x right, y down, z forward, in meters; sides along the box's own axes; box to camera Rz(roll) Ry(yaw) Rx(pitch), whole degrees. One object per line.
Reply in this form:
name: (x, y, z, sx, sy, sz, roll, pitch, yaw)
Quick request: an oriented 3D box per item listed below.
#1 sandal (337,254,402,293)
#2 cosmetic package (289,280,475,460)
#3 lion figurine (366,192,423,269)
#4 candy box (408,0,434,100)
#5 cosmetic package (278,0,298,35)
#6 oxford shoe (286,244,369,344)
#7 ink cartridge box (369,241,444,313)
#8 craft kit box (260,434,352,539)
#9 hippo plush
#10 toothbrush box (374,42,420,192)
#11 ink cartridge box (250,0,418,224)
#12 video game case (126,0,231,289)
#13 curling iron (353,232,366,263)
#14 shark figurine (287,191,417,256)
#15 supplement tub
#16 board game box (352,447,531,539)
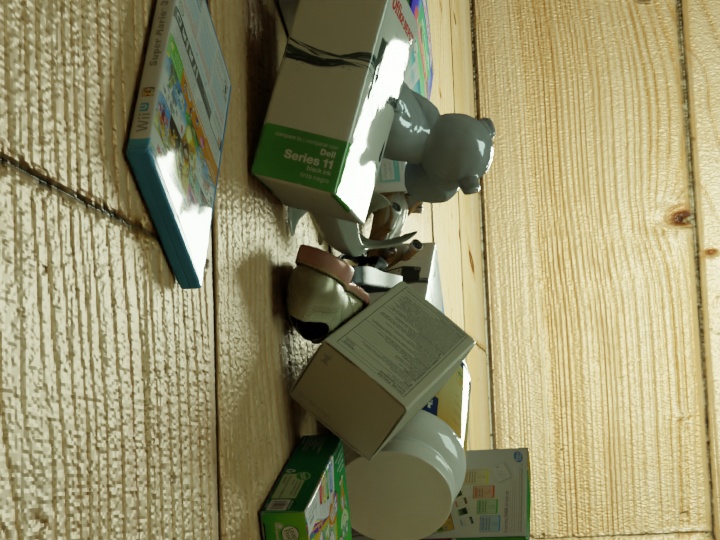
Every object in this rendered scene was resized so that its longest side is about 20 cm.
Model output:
sandal: (0.001, 0.000, 1.629, 0.200, 0.075, 0.043, 21, 66, -80)
cosmetic package: (0.025, 0.092, 1.480, 0.073, 0.103, 0.200, -55, 170, 27)
lion figurine: (0.039, -0.058, 1.919, 0.123, 0.072, 0.201, -46, -168, 44)
candy box: (0.050, -0.295, 2.043, 0.201, 0.076, 0.170, -81, 164, -57)
cosmetic package: (-0.041, -0.287, 1.496, 0.201, 0.073, 0.102, 75, 15, -58)
oxford shoe: (-0.040, 0.033, 1.460, 0.200, 0.070, 0.074, 58, 55, -73)
ink cartridge box: (0.056, 0.072, 1.919, 0.200, 0.083, 0.146, -75, 160, -63)
craft kit box: (-0.042, 0.273, 1.381, 0.200, 0.048, 0.200, -58, 146, -74)
hippo plush: (0.062, -0.157, 1.609, 0.200, 0.160, 0.161, 134, -28, -55)
toothbrush box: (0.021, -0.183, 1.803, 0.200, 0.084, 0.148, -59, 144, -72)
ink cartridge box: (-0.019, -0.158, 1.377, 0.147, 0.082, 0.202, 38, 66, -76)
video game case: (-0.124, -0.109, 1.082, 0.144, 0.018, 0.201, 76, 13, -50)
curling iron: (-0.028, -0.054, 1.644, 0.200, 0.025, 0.050, 48, 18, -68)
shark figurine: (-0.005, -0.058, 1.518, 0.215, 0.089, 0.129, 58, 31, -47)
supplement tub: (0.042, 0.171, 1.611, 0.201, 0.143, 0.145, -81, 164, -56)
board game box: (0.086, 0.258, 1.682, 0.153, 0.198, 0.041, -78, 162, -57)
